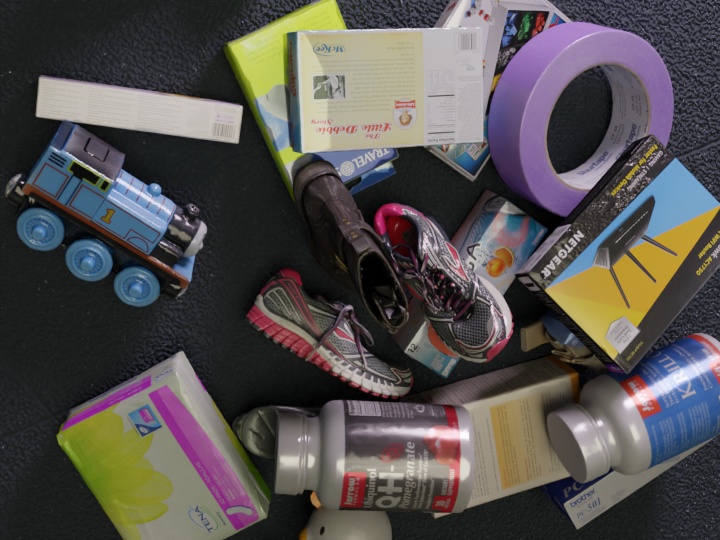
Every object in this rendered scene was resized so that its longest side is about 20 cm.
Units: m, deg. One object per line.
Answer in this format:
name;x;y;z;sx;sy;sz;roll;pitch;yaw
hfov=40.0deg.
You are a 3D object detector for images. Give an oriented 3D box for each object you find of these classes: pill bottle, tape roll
pill bottle;0.311;0.155;1.080;0.198;0.112;0.113;-22;108;-13
pill bottle;0.011;0.191;1.019;0.198;0.111;0.112;3;103;-6
tape roll;0.237;-0.160;1.060;0.198;0.066;0.202;-10;115;-22

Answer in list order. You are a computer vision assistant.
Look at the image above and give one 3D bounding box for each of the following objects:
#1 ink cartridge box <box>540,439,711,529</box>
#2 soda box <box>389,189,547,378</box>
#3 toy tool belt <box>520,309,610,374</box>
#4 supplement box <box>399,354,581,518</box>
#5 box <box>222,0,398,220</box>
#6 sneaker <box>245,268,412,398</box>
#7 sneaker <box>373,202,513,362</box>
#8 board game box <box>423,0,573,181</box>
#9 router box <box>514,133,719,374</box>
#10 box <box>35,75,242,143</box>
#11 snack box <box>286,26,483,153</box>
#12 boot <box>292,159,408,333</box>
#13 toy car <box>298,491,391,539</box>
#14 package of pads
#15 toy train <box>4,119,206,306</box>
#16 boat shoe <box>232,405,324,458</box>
ink cartridge box;0.312;0.219;1.180;0.199;0.094;0.044;-32;109;-5
soda box;0.116;0.014;1.090;0.063;0.068;0.201;31;95;-20
toy tool belt;0.256;0.008;1.100;0.122;0.125;0.202;16;99;-26
supplement box;0.155;0.189;1.142;0.198;0.074;0.127;-14;106;-11
box;-0.045;-0.163;1.017;0.121;0.048;0.201;-27;108;-7
sneaker;-0.022;0.074;1.058;0.199;0.081;0.075;32;84;-22
sneaker;0.077;0.013;1.017;0.081;0.200;0.075;-45;151;11
board game box;0.124;-0.214;1.054;0.126;0.035;0.201;32;94;-20
router box;0.281;-0.017;1.028;0.149;0.051;0.200;43;82;-5
box;-0.216;-0.159;0.977;0.198;0.039;0.042;5;102;-16
snack box;0.027;-0.181;0.988;0.198;0.037;0.118;-6;102;-19
boot;0.000;0.000;0.979;0.069;0.175;0.201;-31;137;-2
toy car;-0.031;0.315;1.078;0.175;0.184;0.202;-1;92;-14
package of pads;-0.207;0.207;1.042;0.153;0.068;0.201;-27;109;6
toy train;-0.241;-0.050;0.960;0.199;0.087;0.114;33;115;-19
boat shoe;-0.042;0.184;1.102;0.200;0.065;0.075;8;85;-22
